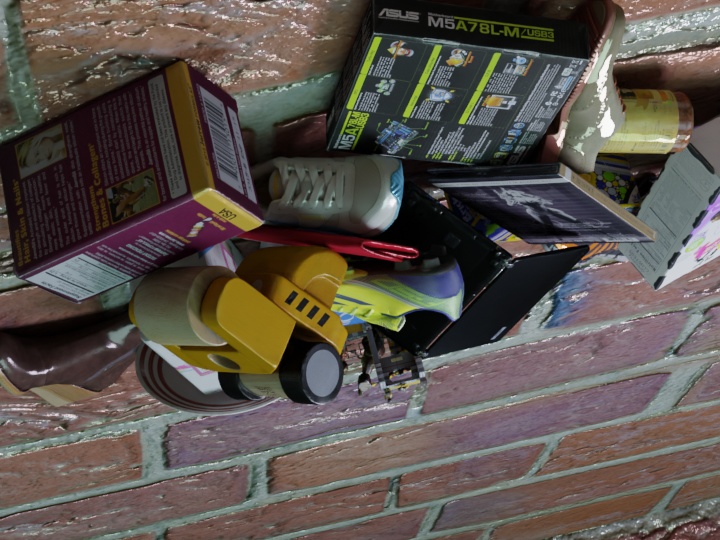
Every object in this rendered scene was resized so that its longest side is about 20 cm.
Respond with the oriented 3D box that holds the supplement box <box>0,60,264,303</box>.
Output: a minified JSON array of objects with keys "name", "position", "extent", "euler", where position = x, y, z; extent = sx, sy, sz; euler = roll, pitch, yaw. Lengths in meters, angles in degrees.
[{"name":"supplement box","position":[-0.201,-0.072,1.413],"extent":[0.199,0.131,0.103],"euler":[-22,156,18]}]

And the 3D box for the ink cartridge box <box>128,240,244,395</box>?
[{"name":"ink cartridge box","position":[-0.165,0.026,1.650],"extent":[0.084,0.145,0.200],"euler":[-18,158,5]}]

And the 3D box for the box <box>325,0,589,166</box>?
[{"name":"box","position":[0.081,-0.161,1.444],"extent":[0.192,0.048,0.200],"euler":[7,153,-10]}]

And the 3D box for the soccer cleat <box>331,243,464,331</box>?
[{"name":"soccer cleat","position":[0.005,0.025,1.581],"extent":[0.199,0.084,0.065],"euler":[-4,-159,23]}]

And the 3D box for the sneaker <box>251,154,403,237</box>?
[{"name":"sneaker","position":[-0.038,-0.071,1.525],"extent":[0.081,0.077,0.200],"euler":[10,171,-40]}]

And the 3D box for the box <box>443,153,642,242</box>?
[{"name":"box","position":[0.195,-0.077,1.734],"extent":[0.199,0.070,0.064],"euler":[-4,153,-24]}]

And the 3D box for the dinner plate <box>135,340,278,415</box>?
[{"name":"dinner plate","position":[-0.146,0.097,1.778],"extent":[0.199,0.200,0.024],"euler":[-12,129,-8]}]

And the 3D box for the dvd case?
[{"name":"dvd case","position":[0.179,-0.063,1.589],"extent":[0.148,0.016,0.200],"euler":[0,163,37]}]

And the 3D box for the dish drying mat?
[{"name":"dish drying mat","position":[-0.039,-0.028,1.561],"extent":[0.077,0.018,0.200],"euler":[10,180,-42]}]

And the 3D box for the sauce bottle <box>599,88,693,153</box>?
[{"name":"sauce bottle","position":[0.223,-0.147,1.588],"extent":[0.199,0.066,0.066],"euler":[0,155,-15]}]

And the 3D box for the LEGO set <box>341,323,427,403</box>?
[{"name":"LEGO set","position":[0.004,0.126,2.029],"extent":[0.199,0.116,0.154],"euler":[-11,157,-9]}]

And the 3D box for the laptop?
[{"name":"laptop","position":[0.095,-0.003,1.647],"extent":[0.200,0.103,0.177],"euler":[35,130,-6]}]

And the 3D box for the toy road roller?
[{"name":"toy road roller","position":[-0.096,0.028,1.484],"extent":[0.123,0.146,0.200],"euler":[-1,151,44]}]

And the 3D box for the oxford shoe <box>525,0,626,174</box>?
[{"name":"oxford shoe","position":[0.211,-0.167,1.493],"extent":[0.074,0.071,0.200],"euler":[4,139,-14]}]

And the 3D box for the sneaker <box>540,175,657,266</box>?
[{"name":"sneaker","position":[0.285,-0.063,1.838],"extent":[0.200,0.078,0.112],"euler":[-6,155,-48]}]

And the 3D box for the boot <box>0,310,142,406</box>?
[{"name":"boot","position":[-0.316,0.078,1.814],"extent":[0.166,0.072,0.200],"euler":[-31,154,7]}]

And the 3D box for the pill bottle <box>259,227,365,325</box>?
[{"name":"pill bottle","position":[0.000,0.000,1.739],"extent":[0.199,0.113,0.112],"euler":[-10,157,-14]}]

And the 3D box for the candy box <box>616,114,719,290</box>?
[{"name":"candy box","position":[0.382,-0.088,1.724],"extent":[0.167,0.072,0.200],"euler":[-27,156,-28]}]
